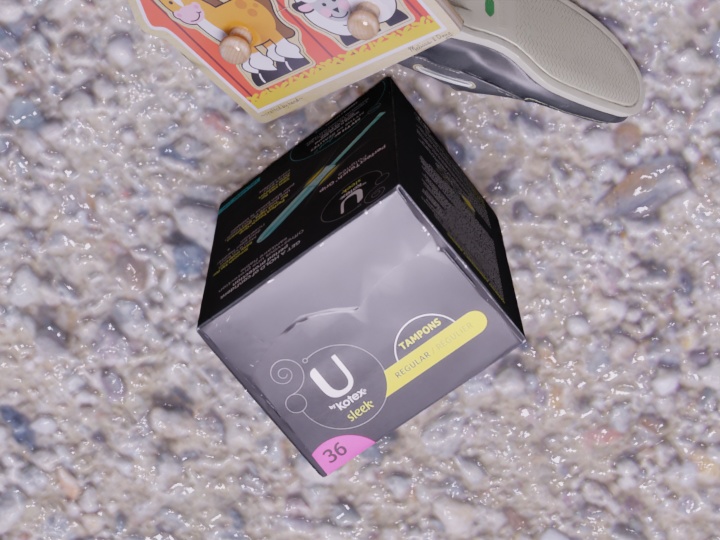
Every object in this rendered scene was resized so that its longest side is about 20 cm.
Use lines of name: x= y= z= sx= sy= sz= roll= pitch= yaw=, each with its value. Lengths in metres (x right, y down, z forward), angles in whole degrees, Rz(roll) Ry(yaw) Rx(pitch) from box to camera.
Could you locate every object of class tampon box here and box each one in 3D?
tampon box: x=0.000 y=0.000 z=1.182 sx=0.150 sy=0.200 sz=0.126 roll=-35 pitch=109 yaw=14

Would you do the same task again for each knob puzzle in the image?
knob puzzle: x=-0.067 y=-0.172 z=1.134 sx=0.219 sy=0.031 sz=0.220 roll=13 pitch=144 yaw=9

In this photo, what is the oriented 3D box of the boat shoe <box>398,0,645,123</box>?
boat shoe: x=0.085 y=-0.140 z=1.208 sx=0.199 sy=0.072 sz=0.068 roll=20 pitch=148 yaw=-16
